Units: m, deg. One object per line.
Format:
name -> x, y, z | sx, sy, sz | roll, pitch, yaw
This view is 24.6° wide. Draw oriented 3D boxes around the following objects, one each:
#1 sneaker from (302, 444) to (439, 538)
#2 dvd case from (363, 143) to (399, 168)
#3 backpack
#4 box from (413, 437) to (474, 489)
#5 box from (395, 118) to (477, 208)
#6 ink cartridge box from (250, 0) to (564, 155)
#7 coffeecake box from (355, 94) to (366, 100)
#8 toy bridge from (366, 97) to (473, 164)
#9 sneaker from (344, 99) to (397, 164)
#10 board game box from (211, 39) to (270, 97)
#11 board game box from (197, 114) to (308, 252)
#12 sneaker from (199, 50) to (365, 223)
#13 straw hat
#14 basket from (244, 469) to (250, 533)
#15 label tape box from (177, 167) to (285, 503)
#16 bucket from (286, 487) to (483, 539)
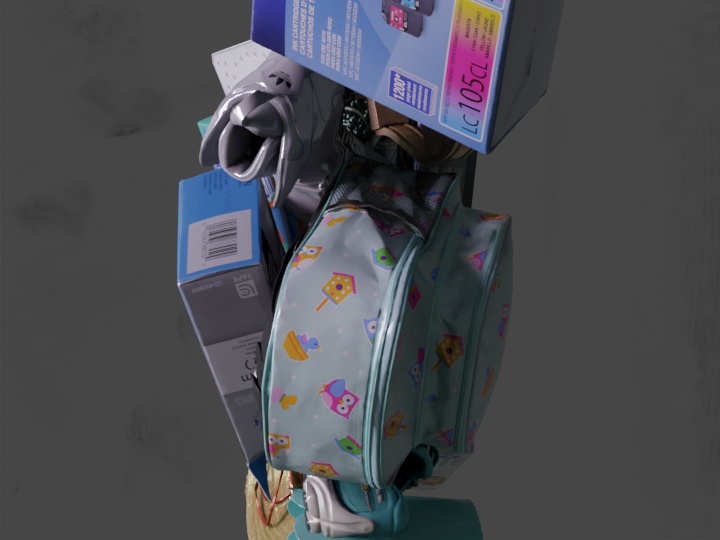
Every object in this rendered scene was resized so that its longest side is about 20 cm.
sneaker -> 0.016, 0.125, 1.151 | 0.200, 0.079, 0.078 | -67, -20, -59
dvd case -> 0.000, 0.000, 1.353 | 0.146, 0.022, 0.201 | -137, 49, -63
backpack -> 0.015, 0.041, 1.049 | 0.200, 0.153, 0.176 | -49, -30, -55
box -> 0.056, 0.140, 1.294 | 0.200, 0.039, 0.042 | 107, 164, -73
box -> 0.061, -0.133, 1.279 | 0.159, 0.046, 0.201 | -98, 11, -63
ink cartridge box -> 0.014, -0.173, 0.933 | 0.076, 0.200, 0.137 | -43, -28, -38
coffeecake box -> -0.011, -0.244, 1.299 | 0.200, 0.073, 0.154 | -93, -7, -61
toy bridge -> 0.056, -0.109, 1.140 | 0.200, 0.027, 0.068 | 174, 86, -68
sneaker -> 0.010, -0.122, 1.432 | 0.078, 0.086, 0.200 | 42, 129, 28
board game box -> -0.046, -0.090, 1.303 | 0.201, 0.026, 0.200 | 68, 163, -10
board game box -> -0.053, -0.028, 1.288 | 0.152, 0.045, 0.201 | 18, 131, 67
sneaker -> -0.053, -0.079, 1.102 | 0.115, 0.075, 0.200 | -49, -18, -32
straw hat -> -0.020, 0.163, 1.361 | 0.201, 0.085, 0.202 | -168, 90, -68
basket -> -0.027, 0.249, 1.503 | 0.200, 0.142, 0.150 | -101, 2, -65
label tape box -> -0.073, 0.044, 1.188 | 0.143, 0.066, 0.201 | -99, -8, -58
bucket -> 0.014, 0.253, 1.178 | 0.207, 0.134, 0.208 | -179, 90, -86
